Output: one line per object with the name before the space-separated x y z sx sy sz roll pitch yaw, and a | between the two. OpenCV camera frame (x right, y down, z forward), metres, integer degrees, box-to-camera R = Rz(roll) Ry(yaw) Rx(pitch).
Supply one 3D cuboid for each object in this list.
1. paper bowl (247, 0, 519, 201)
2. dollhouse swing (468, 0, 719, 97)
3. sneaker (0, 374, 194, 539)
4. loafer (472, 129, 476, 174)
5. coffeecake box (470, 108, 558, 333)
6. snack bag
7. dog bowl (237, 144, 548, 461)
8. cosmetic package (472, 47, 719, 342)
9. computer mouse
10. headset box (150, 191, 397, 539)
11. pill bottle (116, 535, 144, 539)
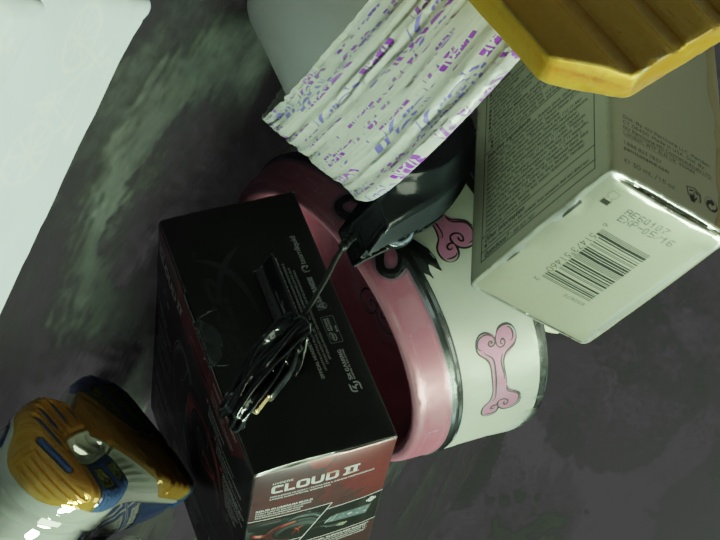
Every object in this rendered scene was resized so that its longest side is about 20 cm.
paper bowl | 0.028 -0.136 0.752 0.201 0.104 0.201 -50 -172 10
dollhouse swing | 0.088 -0.197 0.595 0.200 0.176 0.182 -31 147 -24
sneaker | -0.145 0.104 0.814 0.088 0.075 0.200 -43 168 6
loafer | 0.056 -0.052 1.003 0.200 0.063 0.072 -111 -173 -59
coffeecake box | 0.104 -0.087 1.066 0.200 0.073 0.154 -102 -147 -50
snack bag | -0.149 -0.016 0.591 0.189 0.021 0.200 -63 168 11
dog bowl | 0.008 0.013 0.918 0.074 0.200 0.200 -28 154 -24
cosmetic package | 0.112 -0.079 0.828 0.104 0.073 0.200 -41 -149 42
computer mouse | 0.000 0.000 0.770 0.200 0.034 0.059 -54 -171 -29
headset box | -0.049 0.069 0.869 0.075 0.149 0.200 -14 148 -17
pill bottle | -0.141 0.228 0.777 0.200 0.120 0.120 -42 162 -18
